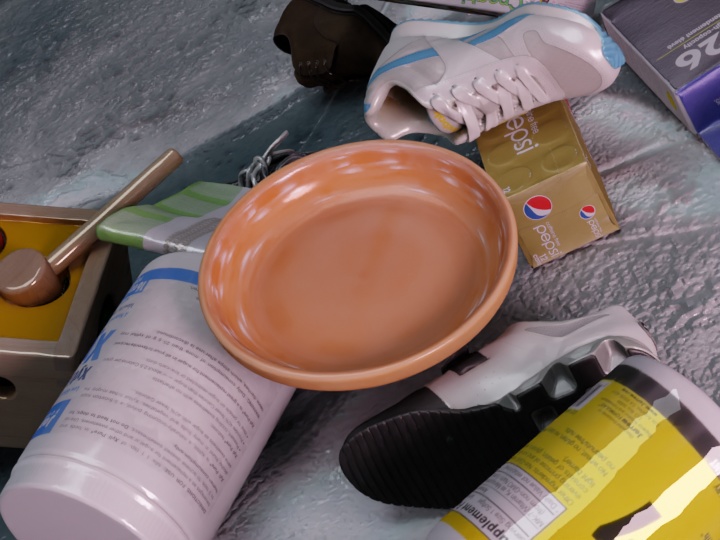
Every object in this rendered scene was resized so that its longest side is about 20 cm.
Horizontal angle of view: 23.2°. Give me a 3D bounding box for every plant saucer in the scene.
[{"bbox_3d":[0.000,0.000,1.082,0.200,0.037,0.200,-9,45,9],"label":"plant saucer"}]

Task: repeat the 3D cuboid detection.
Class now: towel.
[{"bbox_3d":[-0.061,-0.030,1.211,0.200,0.031,0.149,11,16,23],"label":"towel"}]

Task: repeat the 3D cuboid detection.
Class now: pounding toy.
[{"bbox_3d":[-0.239,0.015,1.278,0.200,0.142,0.184,4,43,6],"label":"pounding toy"}]

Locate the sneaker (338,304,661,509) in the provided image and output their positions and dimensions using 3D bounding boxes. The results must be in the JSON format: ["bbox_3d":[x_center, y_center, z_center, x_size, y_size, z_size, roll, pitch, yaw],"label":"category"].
[{"bbox_3d":[0.083,0.078,1.049,0.200,0.074,0.089,-20,27,9],"label":"sneaker"}]

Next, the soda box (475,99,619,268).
[{"bbox_3d":[0.119,-0.092,1.225,0.068,0.064,0.200,-25,36,10],"label":"soda box"}]

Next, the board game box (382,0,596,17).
[{"bbox_3d":[0.065,-0.217,1.341,0.200,0.126,0.035,13,98,29],"label":"board game box"}]

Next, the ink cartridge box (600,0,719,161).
[{"bbox_3d":[0.290,-0.179,1.217,0.198,0.047,0.200,-30,32,2],"label":"ink cartridge box"}]

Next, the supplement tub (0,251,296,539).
[{"bbox_3d":[-0.128,0.099,1.127,0.132,0.132,0.200,-2,44,37],"label":"supplement tub"}]

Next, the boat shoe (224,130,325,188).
[{"bbox_3d":[-0.056,-0.062,1.322,0.199,0.068,0.074,0,45,39],"label":"boat shoe"}]

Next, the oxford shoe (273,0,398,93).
[{"bbox_3d":[-0.007,-0.176,1.438,0.084,0.073,0.200,-54,35,-1],"label":"oxford shoe"}]

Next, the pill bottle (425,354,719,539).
[{"bbox_3d":[0.106,0.147,0.899,0.200,0.114,0.114,-40,35,-10],"label":"pill bottle"}]

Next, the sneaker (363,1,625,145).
[{"bbox_3d":[0.089,-0.126,1.180,0.200,0.077,0.081,-2,53,45],"label":"sneaker"}]
